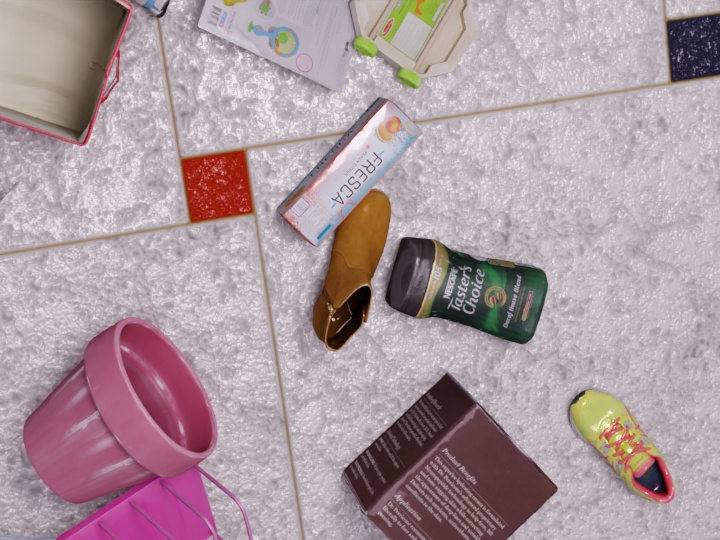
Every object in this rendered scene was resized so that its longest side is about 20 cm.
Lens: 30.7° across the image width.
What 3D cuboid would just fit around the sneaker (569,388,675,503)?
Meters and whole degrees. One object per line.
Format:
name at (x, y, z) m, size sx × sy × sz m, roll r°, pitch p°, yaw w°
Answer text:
sneaker at (0.364, 0.240, 1.779) m, size 0.078 × 0.090 × 0.200 m, roll -44°, pitch 103°, yaw 1°

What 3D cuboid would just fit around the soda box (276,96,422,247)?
soda box at (-0.015, -0.124, 1.651) m, size 0.064 × 0.068 × 0.200 m, roll 43°, pitch 91°, yaw -15°

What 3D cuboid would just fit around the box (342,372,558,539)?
box at (0.112, 0.273, 1.697) m, size 0.200 × 0.164 × 0.166 m, roll -43°, pitch 104°, yaw -1°

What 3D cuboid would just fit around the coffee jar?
coffee jar at (0.136, 0.024, 1.698) m, size 0.199 × 0.085 × 0.105 m, roll 14°, pitch 97°, yaw -12°

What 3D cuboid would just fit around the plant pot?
plant pot at (-0.302, 0.186, 1.599) m, size 0.179 × 0.200 × 0.200 m, roll -34°, pitch 105°, yaw 13°

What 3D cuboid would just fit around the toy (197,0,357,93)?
toy at (-0.101, -0.305, 1.606) m, size 0.199 × 0.047 × 0.116 m, roll 23°, pitch 74°, yaw -28°

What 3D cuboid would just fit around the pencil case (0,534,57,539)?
pencil case at (-0.427, 0.372, 1.652) m, size 0.199 × 0.083 × 0.091 m, roll 2°, pitch 119°, yaw -10°

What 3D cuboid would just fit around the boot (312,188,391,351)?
boot at (-0.001, 0.000, 1.637) m, size 0.071 × 0.144 × 0.202 m, roll 23°, pitch 95°, yaw -15°

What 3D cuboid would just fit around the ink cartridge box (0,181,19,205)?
ink cartridge box at (-0.497, -0.047, 1.548) m, size 0.067 × 0.116 × 0.200 m, roll 42°, pitch 90°, yaw -14°

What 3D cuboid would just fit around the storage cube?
storage cube at (-0.371, -0.257, 1.502) m, size 0.199 × 0.180 × 0.172 m, roll 19°, pitch 96°, yaw -13°

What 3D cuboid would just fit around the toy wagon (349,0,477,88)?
toy wagon at (0.050, -0.331, 1.633) m, size 0.200 × 0.040 × 0.156 m, roll 33°, pitch 82°, yaw -15°

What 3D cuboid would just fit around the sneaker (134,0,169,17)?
sneaker at (-0.236, -0.410, 1.558) m, size 0.086 × 0.075 × 0.201 m, roll 24°, pitch 95°, yaw -8°

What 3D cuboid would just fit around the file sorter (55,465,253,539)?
file sorter at (-0.241, 0.352, 1.608) m, size 0.200 × 0.125 × 0.140 m, roll -32°, pitch 130°, yaw -29°
